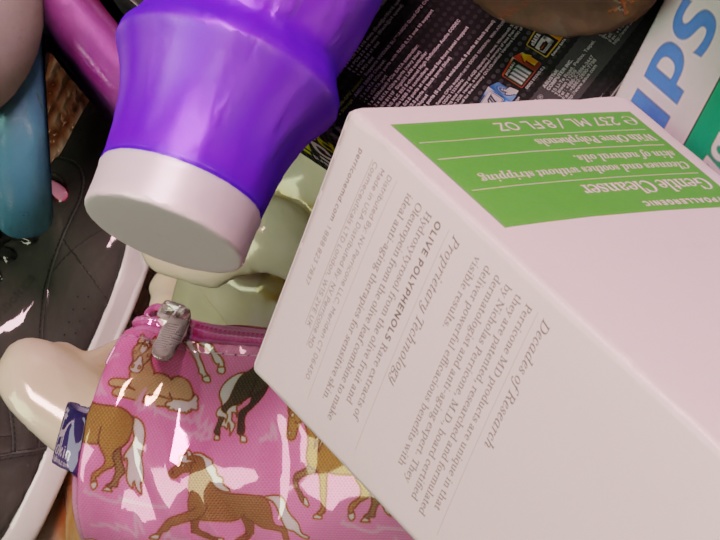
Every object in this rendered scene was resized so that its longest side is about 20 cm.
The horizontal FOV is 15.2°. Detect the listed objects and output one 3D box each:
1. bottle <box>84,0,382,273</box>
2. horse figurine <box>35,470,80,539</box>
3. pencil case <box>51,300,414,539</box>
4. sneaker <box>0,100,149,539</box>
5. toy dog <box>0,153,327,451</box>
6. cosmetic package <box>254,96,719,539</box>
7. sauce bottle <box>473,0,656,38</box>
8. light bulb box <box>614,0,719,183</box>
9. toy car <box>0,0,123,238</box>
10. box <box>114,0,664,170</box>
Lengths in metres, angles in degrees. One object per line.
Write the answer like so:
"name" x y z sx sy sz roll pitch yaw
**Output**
"bottle" -0.020 -0.098 0.752 0.084 0.065 0.201 141 151 -70
"horse figurine" -0.107 0.122 1.052 0.200 0.050 0.133 -50 39 43
"pencil case" 0.013 0.059 0.799 0.199 0.087 0.083 4 60 23
"sneaker" -0.145 0.006 1.038 0.071 0.099 0.201 11 81 65
"toy dog" 0.000 0.000 0.890 0.194 0.139 0.200 47 123 19
"cosmetic package" 0.079 0.046 0.650 0.200 0.107 0.085 42 123 35
"sauce bottle" 0.072 -0.162 0.763 0.066 0.066 0.201 -21 45 44
"light bulb box" 0.181 -0.028 0.707 0.200 0.124 0.199 43 120 36
"toy car" -0.103 -0.099 0.984 0.150 0.175 0.200 41 85 -4
"box" 0.046 -0.114 0.811 0.160 0.044 0.200 33 79 28
